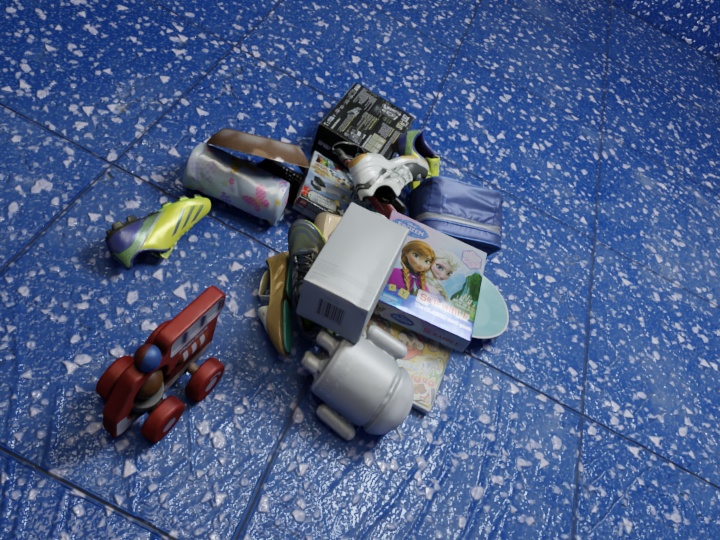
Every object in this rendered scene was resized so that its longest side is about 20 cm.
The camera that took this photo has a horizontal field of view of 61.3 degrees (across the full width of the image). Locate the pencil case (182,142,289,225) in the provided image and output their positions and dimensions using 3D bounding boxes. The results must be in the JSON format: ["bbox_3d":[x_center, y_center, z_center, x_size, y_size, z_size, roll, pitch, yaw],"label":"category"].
[{"bbox_3d":[-0.227,-0.156,1.116,0.195,0.092,0.084,22,31,-6],"label":"pencil case"}]

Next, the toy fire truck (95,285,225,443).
[{"bbox_3d":[-0.267,0.124,0.824,0.111,0.170,0.200,36,48,9],"label":"toy fire truck"}]

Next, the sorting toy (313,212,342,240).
[{"bbox_3d":[0.000,0.000,1.105,0.194,0.037,0.190,11,65,-8],"label":"sorting toy"}]

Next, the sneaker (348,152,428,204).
[{"bbox_3d":[0.059,-0.170,1.170,0.196,0.075,0.090,-8,80,-39],"label":"sneaker"}]

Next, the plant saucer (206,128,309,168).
[{"bbox_3d":[-0.186,-0.230,1.129,0.194,0.038,0.201,14,10,-2],"label":"plant saucer"}]

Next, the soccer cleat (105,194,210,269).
[{"bbox_3d":[-0.329,-0.065,1.022,0.199,0.064,0.085,-33,96,-42],"label":"soccer cleat"}]

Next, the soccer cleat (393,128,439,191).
[{"bbox_3d":[0.140,-0.199,1.279,0.065,0.082,0.204,-42,110,-49],"label":"soccer cleat"}]

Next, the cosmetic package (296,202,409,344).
[{"bbox_3d":[-0.009,-0.003,0.943,0.111,0.082,0.202,26,45,6],"label":"cosmetic package"}]

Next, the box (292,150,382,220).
[{"bbox_3d":[-0.028,-0.131,1.196,0.197,0.040,0.139,29,45,-17],"label":"box"}]

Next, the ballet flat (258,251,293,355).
[{"bbox_3d":[-0.141,0.056,1.019,0.061,0.070,0.204,-6,48,7],"label":"ballet flat"}]

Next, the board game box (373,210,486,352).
[{"bbox_3d":[0.114,0.014,1.062,0.195,0.041,0.203,23,52,-4],"label":"board game box"}]

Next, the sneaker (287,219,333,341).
[{"bbox_3d":[-0.082,0.016,0.992,0.072,0.081,0.206,-12,87,6],"label":"sneaker"}]

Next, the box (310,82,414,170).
[{"bbox_3d":[0.007,-0.298,1.338,0.161,0.087,0.202,30,48,1],"label":"box"}]

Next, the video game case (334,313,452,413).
[{"bbox_3d":[0.061,0.115,1.039,0.196,0.023,0.185,27,66,-2],"label":"video game case"}]

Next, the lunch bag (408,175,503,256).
[{"bbox_3d":[0.192,-0.088,1.211,0.194,0.136,0.137,11,75,-14],"label":"lunch bag"}]

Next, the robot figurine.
[{"bbox_3d":[0.002,0.173,0.936,0.198,0.113,0.172,34,90,-2],"label":"robot figurine"}]

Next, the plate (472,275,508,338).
[{"bbox_3d":[0.192,0.056,1.164,0.195,0.026,0.203,17,41,-15],"label":"plate"}]

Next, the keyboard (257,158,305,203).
[{"bbox_3d":[-0.114,-0.176,1.220,0.197,0.040,0.105,31,48,0],"label":"keyboard"}]

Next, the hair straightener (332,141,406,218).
[{"bbox_3d":[0.019,-0.185,1.222,0.200,0.041,0.077,46,43,6],"label":"hair straightener"}]
